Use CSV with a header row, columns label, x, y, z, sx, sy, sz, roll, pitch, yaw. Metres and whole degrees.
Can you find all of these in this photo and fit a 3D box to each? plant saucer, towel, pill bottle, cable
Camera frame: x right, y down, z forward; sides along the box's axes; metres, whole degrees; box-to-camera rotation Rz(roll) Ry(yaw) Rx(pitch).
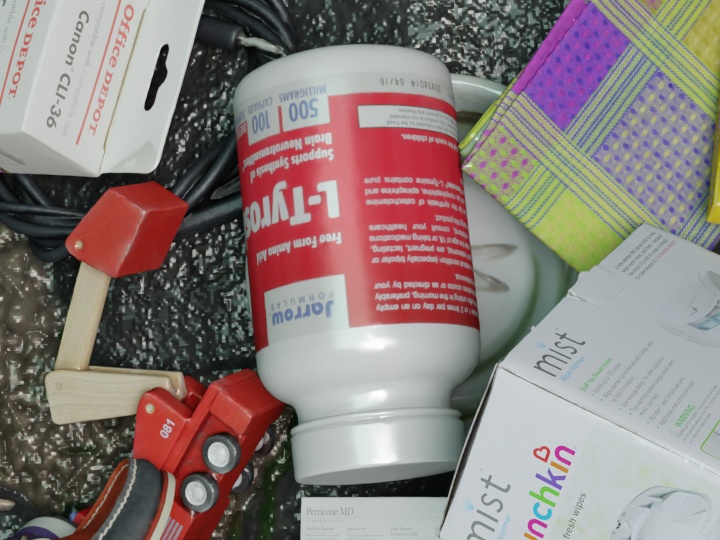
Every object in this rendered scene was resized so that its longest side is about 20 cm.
label,x,y,z,sx,sy,sz,roll,pitch,yaw
plant saucer,0.040,-0.001,1.067,0.198,0.050,0.202,-3,79,14
towel,0.152,-0.087,1.017,0.143,0.023,0.201,40,77,-16
pill bottle,0.000,0.000,0.992,0.111,0.112,0.202,-9,78,13
cable,-0.128,-0.089,1.125,0.199,0.051,0.164,-19,76,11

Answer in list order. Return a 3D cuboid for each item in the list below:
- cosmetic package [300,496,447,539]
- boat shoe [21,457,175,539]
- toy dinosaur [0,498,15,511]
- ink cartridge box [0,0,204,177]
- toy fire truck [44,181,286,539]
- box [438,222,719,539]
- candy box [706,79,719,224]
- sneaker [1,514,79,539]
label,x,y,z,sx,sy,sz,roll,pitch,yaw
cosmetic package,0.061,0.153,1.001,0.199,0.050,0.083,-5,81,36
boat shoe,-0.156,0.165,0.972,0.062,0.071,0.201,36,59,-7
toy dinosaur,-0.296,0.121,1.098,0.086,0.199,0.136,25,91,55
ink cartridge box,-0.187,-0.117,1.097,0.199,0.067,0.117,4,74,36
toy fire truck,-0.118,0.071,1.066,0.141,0.049,0.201,36,109,16
box,0.157,0.077,0.888,0.176,0.200,0.097,25,118,16
candy box,0.271,-0.054,0.988,0.198,0.026,0.103,11,63,-1
sneaker,-0.140,0.230,1.033,0.200,0.087,0.076,53,128,4
